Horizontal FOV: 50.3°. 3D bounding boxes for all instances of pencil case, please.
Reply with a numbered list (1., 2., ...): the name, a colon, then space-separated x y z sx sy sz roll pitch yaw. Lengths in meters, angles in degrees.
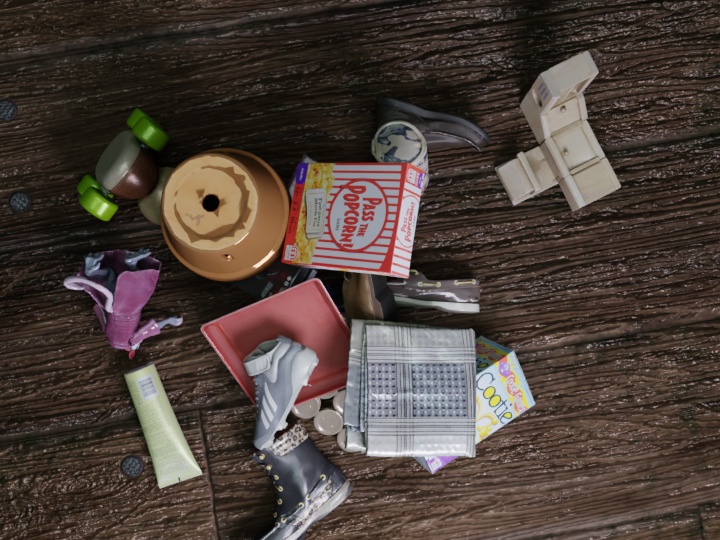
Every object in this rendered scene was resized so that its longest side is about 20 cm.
1. pencil case: 0.061 -0.165 1.190 0.089 0.200 0.078 -14 79 3

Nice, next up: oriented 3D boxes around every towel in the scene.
1. towel: 0.074 0.170 1.108 0.198 0.035 0.194 4 79 -9

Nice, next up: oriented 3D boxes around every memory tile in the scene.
1. memory tile: -0.039 0.196 1.238 0.200 0.017 0.153 38 110 -11

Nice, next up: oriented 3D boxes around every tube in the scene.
1. tube: -0.329 0.253 1.256 0.052 0.058 0.201 -23 94 -43

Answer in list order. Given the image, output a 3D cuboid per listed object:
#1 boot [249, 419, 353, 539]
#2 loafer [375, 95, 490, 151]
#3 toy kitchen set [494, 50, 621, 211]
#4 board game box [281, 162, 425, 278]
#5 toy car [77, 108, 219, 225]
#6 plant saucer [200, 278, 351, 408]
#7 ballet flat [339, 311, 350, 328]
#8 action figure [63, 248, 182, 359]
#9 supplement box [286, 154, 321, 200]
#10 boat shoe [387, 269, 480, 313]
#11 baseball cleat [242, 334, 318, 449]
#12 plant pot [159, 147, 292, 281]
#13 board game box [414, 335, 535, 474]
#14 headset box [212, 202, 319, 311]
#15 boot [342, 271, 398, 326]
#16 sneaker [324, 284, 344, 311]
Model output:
1. boot: -0.130 0.354 1.242 0.199 0.073 0.151 -35 91 -5
2. loafer: 0.113 -0.227 1.261 0.199 0.073 0.072 18 95 7
3. toy kitchen set: 0.306 -0.193 1.204 0.162 0.180 0.201 -26 86 0
4. board game box: -0.013 -0.075 1.090 0.199 0.046 0.153 5 83 36
5. toy car: -0.322 -0.129 1.237 0.200 0.158 0.165 37 92 -29
6. plant saucer: -0.107 0.113 1.166 0.199 0.037 0.200 -23 119 12
7. ballet flat: 0.030 0.121 1.249 0.200 0.069 0.071 46 67 -14
8. action figure: -0.368 0.067 1.204 0.133 0.149 0.201 13 121 8
9. supplement box: -0.020 -0.096 1.231 0.199 0.110 0.086 28 89 -1
10. boat shoe: 0.099 0.031 1.254 0.198 0.072 0.060 6 83 -5
11. baseball cleat: -0.138 0.178 1.156 0.106 0.070 0.201 28 113 -2
12. plant pot: -0.201 -0.088 1.105 0.198 0.140 0.202 0 86 0
13. board game box: 0.152 0.205 1.202 0.199 0.105 0.104 -30 108 -15
14. headset box: -0.163 -0.040 1.222 0.199 0.075 0.149 30 86 18
15. boot: 0.000 0.000 1.156 0.075 0.074 0.202 -4 101 29
16. sneaker: -0.101 0.094 1.256 0.199 0.076 0.077 -32 128 -10
